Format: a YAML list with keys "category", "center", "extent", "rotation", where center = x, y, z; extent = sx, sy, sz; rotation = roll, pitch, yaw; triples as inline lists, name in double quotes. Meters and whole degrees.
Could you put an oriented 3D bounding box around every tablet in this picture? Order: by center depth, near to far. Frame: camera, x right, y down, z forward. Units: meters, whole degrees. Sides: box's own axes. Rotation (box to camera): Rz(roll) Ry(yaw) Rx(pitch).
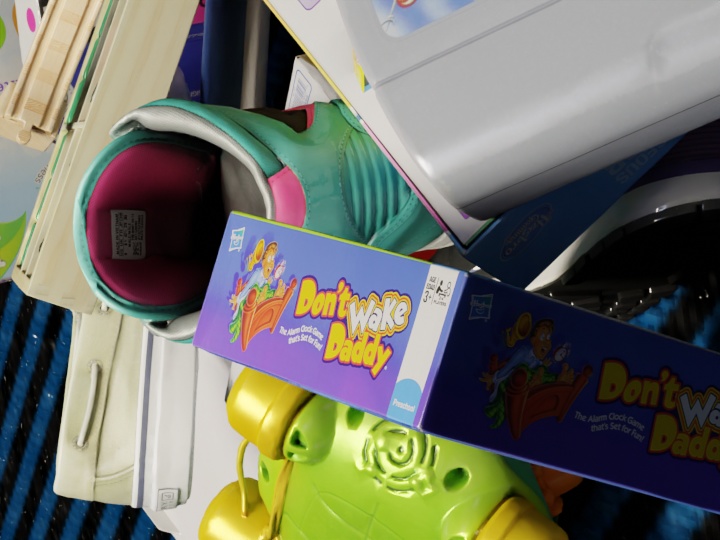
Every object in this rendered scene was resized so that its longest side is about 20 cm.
- category: "tablet"
  center: [-0.052, -0.094, 0.996]
  extent: [0.130, 0.014, 0.201]
  rotation: [-142, 56, -75]

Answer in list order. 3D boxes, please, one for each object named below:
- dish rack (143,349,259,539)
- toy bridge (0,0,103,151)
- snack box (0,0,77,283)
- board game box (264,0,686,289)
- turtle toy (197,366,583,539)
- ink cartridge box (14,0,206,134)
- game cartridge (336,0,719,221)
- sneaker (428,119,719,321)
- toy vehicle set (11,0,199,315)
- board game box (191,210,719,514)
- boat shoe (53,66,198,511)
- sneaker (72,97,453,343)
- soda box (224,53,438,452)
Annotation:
- category: "dish rack"
  center: [-0.054, 0.105, 1.142]
  extent: [0.200, 0.043, 0.172]
  rotation: [46, 142, 43]
- category: "toy bridge"
  center: [-0.104, -0.143, 0.964]
  extent: [0.067, 0.027, 0.201]
  rotation: [152, 137, -71]
- category: "snack box"
  center: [-0.153, -0.101, 1.112]
  extent: [0.053, 0.142, 0.201]
  rotation: [-13, 92, 61]
- category: "board game box"
  center: [0.043, -0.115, 0.766]
  extent: [0.153, 0.040, 0.200]
  rotation: [-44, 55, 11]
- category: "turtle toy"
  center: [0.019, 0.104, 0.945]
  extent: [0.145, 0.101, 0.200]
  rotation: [32, 136, 17]
- category: "ink cartridge box"
  center: [-0.109, -0.159, 1.052]
  extent: [0.037, 0.094, 0.201]
  rotation: [33, 132, 56]
- category: "game cartridge"
  center: [0.050, -0.122, 0.718]
  extent: [0.133, 0.042, 0.201]
  rotation: [-22, 62, 19]
- category: "sneaker"
  center: [0.077, -0.033, 0.829]
  extent: [0.200, 0.075, 0.088]
  rotation: [-30, 63, 57]
- category: "toy vehicle set"
  center: [-0.093, -0.084, 0.957]
  extent: [0.124, 0.026, 0.201]
  rotation: [-171, 99, -78]
- category: "board game box"
  center: [0.067, 0.036, 0.728]
  extent: [0.134, 0.199, 0.045]
  rotation: [16, 89, 57]
- category: "boat shoe"
  center: [-0.103, 0.004, 1.037]
  extent: [0.072, 0.062, 0.201]
  rotation: [124, 146, -70]
- category: "sneaker"
  center: [-0.055, -0.015, 0.851]
  extent: [0.200, 0.120, 0.084]
  rotation: [-18, 83, 55]
- category: "soda box"
  center: [0.000, 0.000, 0.965]
  extent: [0.064, 0.068, 0.200]
  rotation: [54, 146, 33]
